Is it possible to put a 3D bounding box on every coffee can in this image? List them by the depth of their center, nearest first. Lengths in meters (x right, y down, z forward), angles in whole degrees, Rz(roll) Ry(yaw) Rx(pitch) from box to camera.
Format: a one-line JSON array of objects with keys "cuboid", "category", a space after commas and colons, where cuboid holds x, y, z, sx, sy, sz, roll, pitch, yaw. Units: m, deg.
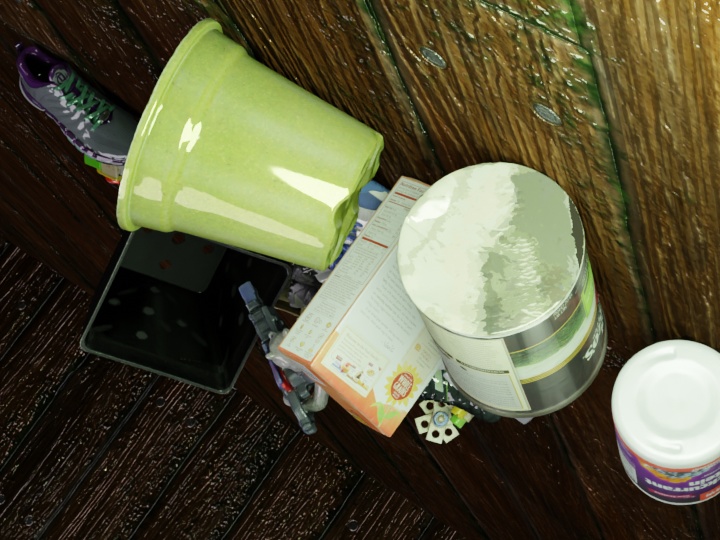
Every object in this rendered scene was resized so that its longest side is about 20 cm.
[{"cuboid": [0.120, 0.021, 1.322, 0.146, 0.146, 0.200, 31, 167, 24], "category": "coffee can"}]

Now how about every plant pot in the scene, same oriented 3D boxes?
[{"cuboid": [-0.086, -0.093, 1.419, 0.184, 0.200, 0.200, 23, 167, 4], "category": "plant pot"}, {"cuboid": [-0.222, 0.000, 2.016, 0.199, 0.200, 0.177, 19, -154, -20], "category": "plant pot"}]

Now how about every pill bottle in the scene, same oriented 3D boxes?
[{"cuboid": [0.282, 0.144, 1.433, 0.111, 0.111, 0.200, 31, 168, 22], "category": "pill bottle"}]

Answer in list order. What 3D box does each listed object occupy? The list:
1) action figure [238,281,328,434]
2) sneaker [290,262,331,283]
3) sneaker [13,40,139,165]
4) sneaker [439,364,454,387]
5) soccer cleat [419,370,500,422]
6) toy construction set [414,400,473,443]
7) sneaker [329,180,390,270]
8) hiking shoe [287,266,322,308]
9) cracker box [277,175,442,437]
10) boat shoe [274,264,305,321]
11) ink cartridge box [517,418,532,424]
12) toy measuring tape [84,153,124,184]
[{"cuboid": [-0.052, 0.081, 1.863, 0.193, 0.105, 0.200, 8, -130, -62], "category": "action figure"}, {"cuboid": [0.000, 0.000, 1.741, 0.066, 0.091, 0.200, -16, 130, 38], "category": "sneaker"}, {"cuboid": [-0.343, -0.200, 1.958, 0.200, 0.074, 0.088, 33, 163, 16], "category": "sneaker"}, {"cuboid": [0.057, 0.083, 1.689, 0.115, 0.200, 0.075, 49, -152, -27], "category": "sneaker"}, {"cuboid": [0.067, 0.119, 1.820, 0.200, 0.081, 0.068, 37, 168, -2], "category": "soccer cleat"}, {"cuboid": [0.106, 0.147, 2.014, 0.131, 0.092, 0.200, 38, 161, 2], "category": "toy construction set"}, {"cuboid": [0.005, -0.027, 1.609, 0.075, 0.088, 0.200, 31, 166, 32], "category": "sneaker"}, {"cuboid": [-0.026, -0.003, 1.877, 0.101, 0.076, 0.200, 12, 162, -2], "category": "hiking shoe"}, {"cuboid": [0.033, 0.033, 1.484, 0.058, 0.200, 0.134, 24, 164, 48], "category": "cracker box"}, {"cuboid": [-0.067, 0.045, 2.040, 0.200, 0.063, 0.073, 29, 167, 44], "category": "boat shoe"}, {"cuboid": [0.131, 0.090, 1.826, 0.200, 0.041, 0.200, 35, 168, 4], "category": "ink cartridge box"}, {"cuboid": [-0.281, -0.137, 2.030, 0.074, 0.074, 0.200, 44, 167, -36], "category": "toy measuring tape"}]
